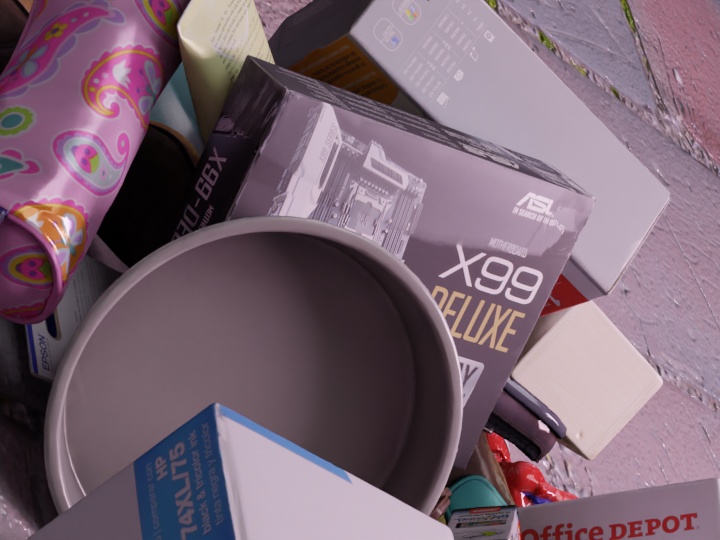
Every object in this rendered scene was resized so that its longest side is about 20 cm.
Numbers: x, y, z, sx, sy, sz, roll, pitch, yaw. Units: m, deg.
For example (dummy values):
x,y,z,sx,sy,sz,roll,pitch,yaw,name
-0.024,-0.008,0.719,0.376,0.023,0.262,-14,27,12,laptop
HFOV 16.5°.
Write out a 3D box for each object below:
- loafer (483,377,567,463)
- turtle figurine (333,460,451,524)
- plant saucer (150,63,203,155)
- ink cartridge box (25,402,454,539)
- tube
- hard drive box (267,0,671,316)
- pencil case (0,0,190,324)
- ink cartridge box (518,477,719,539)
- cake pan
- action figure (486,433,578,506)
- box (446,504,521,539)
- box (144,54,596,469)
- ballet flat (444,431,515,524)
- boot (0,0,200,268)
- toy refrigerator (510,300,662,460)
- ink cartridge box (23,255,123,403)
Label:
x,y,z,sx,sy,sz,roll,pitch,yaw,name
0.016,0.051,1.340,0.199,0.063,0.072,35,-6,-5,loafer
0.021,0.136,1.308,0.200,0.064,0.162,-138,-155,-85,turtle figurine
-0.076,-0.094,1.483,0.200,0.027,0.201,41,29,-28,plant saucer
-0.068,0.182,0.954,0.146,0.200,0.147,32,32,-41,ink cartridge box
-0.053,-0.060,1.228,0.058,0.052,0.201,49,-20,49,tube
0.045,-0.066,1.356,0.200,0.156,0.077,43,62,-14,hard drive box
-0.140,-0.072,1.154,0.087,0.087,0.201,44,50,-24,pencil case
0.154,0.218,1.301,0.086,0.146,0.202,13,69,-49,ink cartridge box
-0.051,0.067,1.155,0.200,0.200,0.037,43,1,-25,cake pan
0.122,0.182,1.460,0.099,0.065,0.201,4,56,-49,action figure
0.066,0.221,1.204,0.110,0.034,0.202,-33,118,-83,box
0.000,0.000,1.221,0.199,0.158,0.050,18,15,-36,box
0.046,0.112,1.407,0.068,0.072,0.201,-29,89,-20,ballet flat
-0.170,-0.061,1.226,0.166,0.072,0.200,-6,55,-53,boot
0.093,0.045,1.465,0.076,0.070,0.200,46,-6,-20,toy refrigerator
-0.108,0.052,1.237,0.200,0.037,0.095,32,34,-46,ink cartridge box
